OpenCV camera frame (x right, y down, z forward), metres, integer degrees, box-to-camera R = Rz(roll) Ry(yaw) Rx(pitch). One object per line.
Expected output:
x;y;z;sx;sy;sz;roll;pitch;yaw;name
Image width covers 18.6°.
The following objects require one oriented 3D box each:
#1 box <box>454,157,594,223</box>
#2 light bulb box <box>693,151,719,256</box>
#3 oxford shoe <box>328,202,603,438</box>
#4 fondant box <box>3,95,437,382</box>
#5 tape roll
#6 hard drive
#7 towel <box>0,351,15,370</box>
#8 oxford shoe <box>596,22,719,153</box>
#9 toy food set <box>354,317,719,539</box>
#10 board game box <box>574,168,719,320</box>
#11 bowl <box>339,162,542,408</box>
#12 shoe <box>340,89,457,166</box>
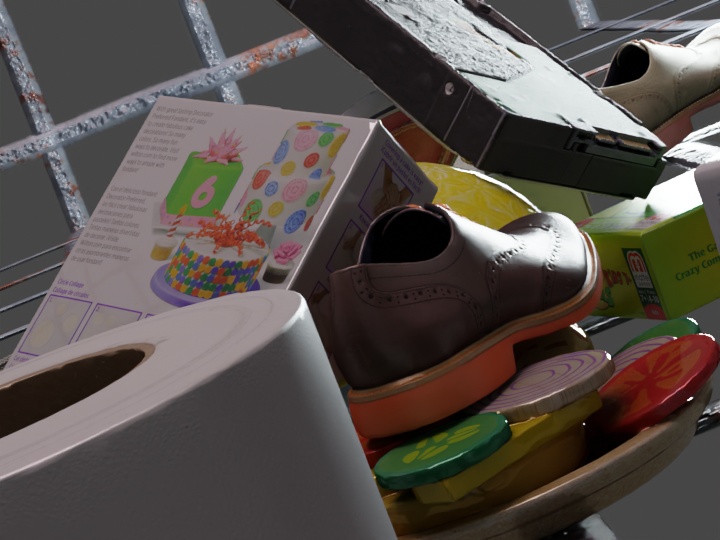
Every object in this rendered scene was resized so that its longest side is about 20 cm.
0.065;-0.023;1.319;0.094;0.078;0.200;-23;8;-11;box
0.245;-0.025;0.695;0.199;0.126;0.198;-14;10;37;light bulb box
0.045;0.000;0.892;0.071;0.073;0.200;-18;9;26;oxford shoe
-0.072;0.024;0.965;0.144;0.058;0.201;10;65;43;fondant box
-0.085;0.106;0.649;0.202;0.140;0.203;-22;8;3;tape roll
0.051;-0.106;1.137;0.139;0.038;0.200;6;28;-47;hard drive
-0.210;0.105;1.054;0.192;0.035;0.200;-31;-17;-49;towel
0.229;-0.146;1.617;0.071;0.074;0.200;-22;15;43;oxford shoe
0.051;0.066;0.877;0.199;0.049;0.197;-27;10;-36;toy food set
0.210;-0.036;1.133;0.199;0.048;0.102;-24;8;-19;board game box
0.000;0.000;1.069;0.199;0.108;0.200;-26;-5;-3;bowl
-0.008;-0.008;1.186;0.200;0.071;0.091;-47;31;26;shoe
